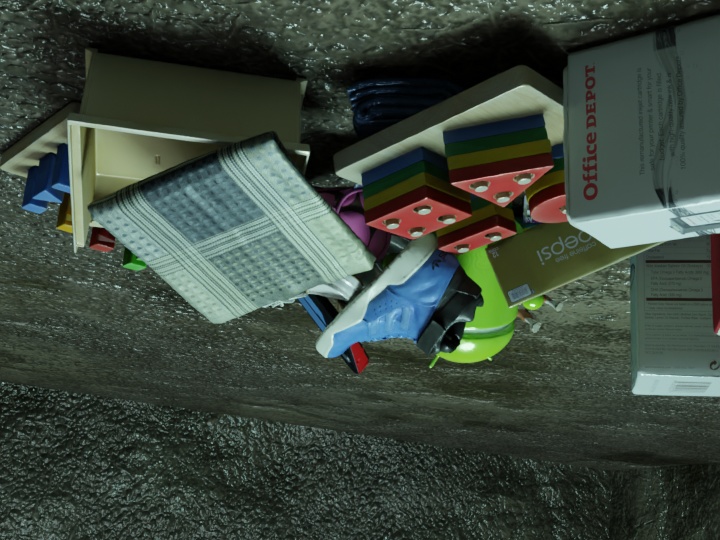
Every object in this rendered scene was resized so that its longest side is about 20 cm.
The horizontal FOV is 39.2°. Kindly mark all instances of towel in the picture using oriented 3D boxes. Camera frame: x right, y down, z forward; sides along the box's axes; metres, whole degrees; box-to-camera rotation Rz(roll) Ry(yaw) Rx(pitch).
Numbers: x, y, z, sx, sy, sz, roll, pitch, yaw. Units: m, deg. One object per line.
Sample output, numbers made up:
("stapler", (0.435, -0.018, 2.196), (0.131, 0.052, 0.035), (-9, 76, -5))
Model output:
("towel", (-0.109, -0.034, 0.911), (0.191, 0.035, 0.200), (-19, 139, 19))
("towel", (0.056, -0.122, 0.950), (0.110, 0.049, 0.200), (1, 162, 9))

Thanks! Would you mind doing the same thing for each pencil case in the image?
("pencil case", (-0.058, -0.056, 1.076), (0.093, 0.092, 0.199), (2, -178, -40))

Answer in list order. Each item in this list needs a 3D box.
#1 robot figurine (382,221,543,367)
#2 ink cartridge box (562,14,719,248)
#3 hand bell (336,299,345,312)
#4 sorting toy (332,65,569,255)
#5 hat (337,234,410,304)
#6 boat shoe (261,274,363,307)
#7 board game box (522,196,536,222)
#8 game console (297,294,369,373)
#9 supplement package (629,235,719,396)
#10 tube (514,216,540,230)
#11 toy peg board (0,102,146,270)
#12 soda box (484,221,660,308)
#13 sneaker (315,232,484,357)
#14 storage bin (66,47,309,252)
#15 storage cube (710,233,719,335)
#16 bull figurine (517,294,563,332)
("robot figurine", (0.116, 0.009, 1.100), (0.173, 0.203, 0.116), (-3, -161, -16))
("ink cartridge box", (0.263, -0.108, 0.773), (0.198, 0.147, 0.083), (-8, 162, 36))
("hand bell", (-0.043, -0.011, 1.320), (0.103, 0.105, 0.200), (-8, 148, 35))
("sorting toy", (0.114, -0.080, 0.891), (0.197, 0.070, 0.199), (-21, 157, 35))
("hat", (0.000, 0.000, 1.210), (0.199, 0.082, 0.201), (26, 167, 6))
("boat shoe", (-0.088, 0.008, 1.051), (0.198, 0.070, 0.071), (15, 161, 34))
("board game box", (0.228, -0.093, 1.044), (0.118, 0.033, 0.200), (-2, 162, 8))
("game console", (-0.062, 0.037, 1.291), (0.031, 0.200, 0.177), (-38, 162, -4))
("supplement package", (0.354, 0.027, 1.100), (0.116, 0.203, 0.117), (0, 163, 13))
("tube", (0.158, -0.045, 1.194), (0.197, 0.051, 0.077), (-3, -179, 13))
("toy peg board", (-0.267, -0.077, 1.097), (0.198, 0.099, 0.199), (17, 159, -36))
("soda box", (0.224, -0.031, 0.982), (0.198, 0.065, 0.068), (-23, 175, 9))
("sneaker", (0.042, 0.057, 1.029), (0.111, 0.077, 0.200), (45, 125, -1))
("storage bin", (-0.159, -0.090, 0.930), (0.197, 0.095, 0.199), (5, 144, -11))
("storage cube", (0.398, -0.049, 0.875), (0.197, 0.182, 0.171), (0, 163, 17))
("bull figurine", (0.179, 0.027, 1.357), (0.199, 0.066, 0.121), (11, -163, -46))
